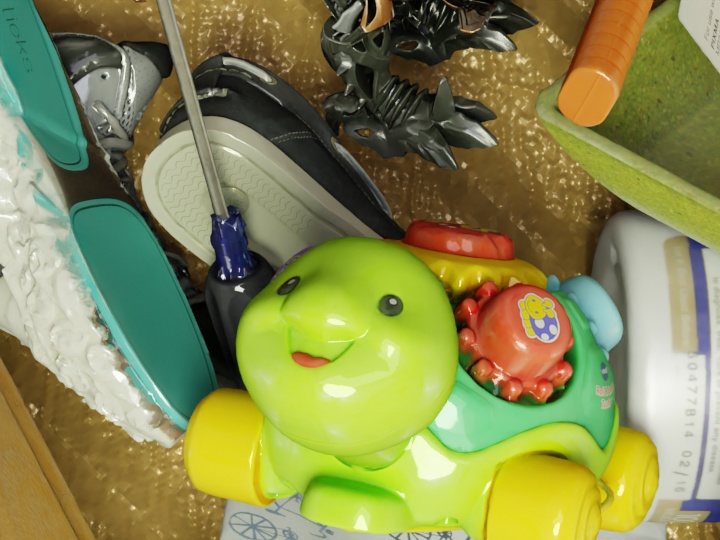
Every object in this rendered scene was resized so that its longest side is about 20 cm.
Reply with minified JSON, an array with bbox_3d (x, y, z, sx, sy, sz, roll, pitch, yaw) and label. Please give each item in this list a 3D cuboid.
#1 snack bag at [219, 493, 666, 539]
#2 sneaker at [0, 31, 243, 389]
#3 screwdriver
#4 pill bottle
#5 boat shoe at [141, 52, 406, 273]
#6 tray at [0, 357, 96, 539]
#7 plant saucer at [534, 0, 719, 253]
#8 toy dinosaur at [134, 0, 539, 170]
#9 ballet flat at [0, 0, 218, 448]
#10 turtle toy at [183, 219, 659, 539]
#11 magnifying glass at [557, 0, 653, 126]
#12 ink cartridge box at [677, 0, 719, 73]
[{"bbox_3d":[0.033,0.134,0.839,0.188,0.200,0.021,14,119,-4],"label":"snack bag"},{"bbox_3d":[-0.089,-0.027,0.881,0.200,0.075,0.116,36,87,-3],"label":"sneaker"},{"bbox_3d":[-0.048,-0.033,0.800,0.029,0.028,0.200,-25,131,-22],"label":"screwdriver"},{"bbox_3d":[0.192,0.037,0.873,0.200,0.120,0.120,1,92,-2],"label":"pill bottle"},{"bbox_3d":[0.000,0.000,0.879,0.072,0.068,0.200,-31,117,25],"label":"boat shoe"},{"bbox_3d":[-0.160,0.059,0.765,0.099,0.200,0.037,-3,128,-31],"label":"tray"},{"bbox_3d":[0.196,-0.044,0.838,0.200,0.048,0.200,31,48,27],"label":"plant saucer"},{"bbox_3d":[0.009,-0.124,0.852,0.102,0.200,0.136,-48,131,-32],"label":"toy dinosaur"},{"bbox_3d":[-0.116,-0.019,0.826,0.072,0.072,0.200,-25,78,-2],"label":"ballet flat"},{"bbox_3d":[0.019,0.036,0.762,0.146,0.200,0.101,11,97,20],"label":"turtle toy"},{"bbox_3d":[0.106,-0.120,0.841,0.022,0.200,0.080,28,134,0],"label":"magnifying glass"},{"bbox_3d":[0.216,-0.074,0.772,0.145,0.200,0.084,-10,133,-15],"label":"ink cartridge box"}]
